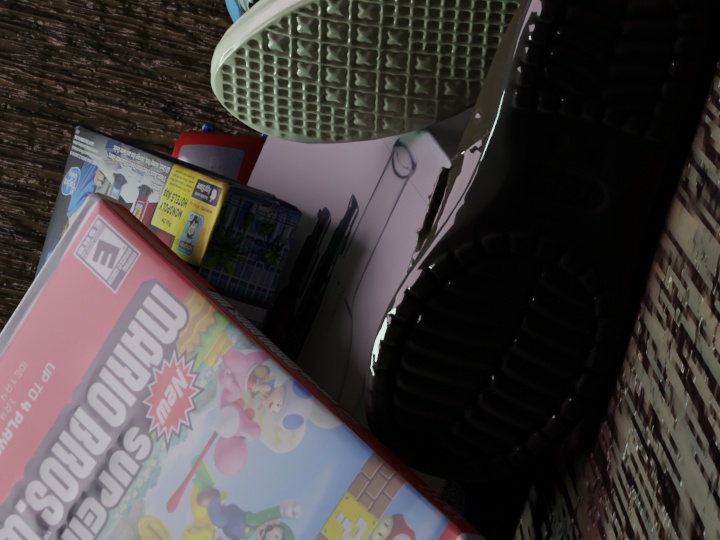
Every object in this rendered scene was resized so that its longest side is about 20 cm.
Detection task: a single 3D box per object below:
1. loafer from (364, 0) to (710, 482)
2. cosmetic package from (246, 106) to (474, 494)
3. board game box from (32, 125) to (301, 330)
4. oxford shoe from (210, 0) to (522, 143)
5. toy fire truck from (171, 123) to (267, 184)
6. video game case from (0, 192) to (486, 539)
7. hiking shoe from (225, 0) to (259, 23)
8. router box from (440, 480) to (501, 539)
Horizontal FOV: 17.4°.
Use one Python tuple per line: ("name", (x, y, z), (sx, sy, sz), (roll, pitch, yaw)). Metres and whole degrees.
("loafer", (0.060, -0.021, 0.749), (0.071, 0.073, 0.201), (-74, 7, -63))
("cosmetic package", (0.000, 0.000, 0.893), (0.152, 0.051, 0.200), (-64, 23, 16))
("board game box", (-0.092, 0.056, 0.914), (0.200, 0.061, 0.201), (24, 96, 67))
("oxford shoe", (0.033, -0.102, 0.788), (0.199, 0.075, 0.058), (-29, 40, 31))
("toy fire truck", (-0.032, -0.065, 1.130), (0.200, 0.048, 0.142), (6, -91, -70))
("video game case", (-0.065, 0.086, 0.788), (0.143, 0.200, 0.017), (-56, -32, 10))
("hiking shoe", (-0.011, -0.089, 1.032), (0.087, 0.074, 0.201), (-117, 9, -45))
("router box", (-0.023, 0.077, 0.989), (0.179, 0.049, 0.201), (-30, 30, 26))
